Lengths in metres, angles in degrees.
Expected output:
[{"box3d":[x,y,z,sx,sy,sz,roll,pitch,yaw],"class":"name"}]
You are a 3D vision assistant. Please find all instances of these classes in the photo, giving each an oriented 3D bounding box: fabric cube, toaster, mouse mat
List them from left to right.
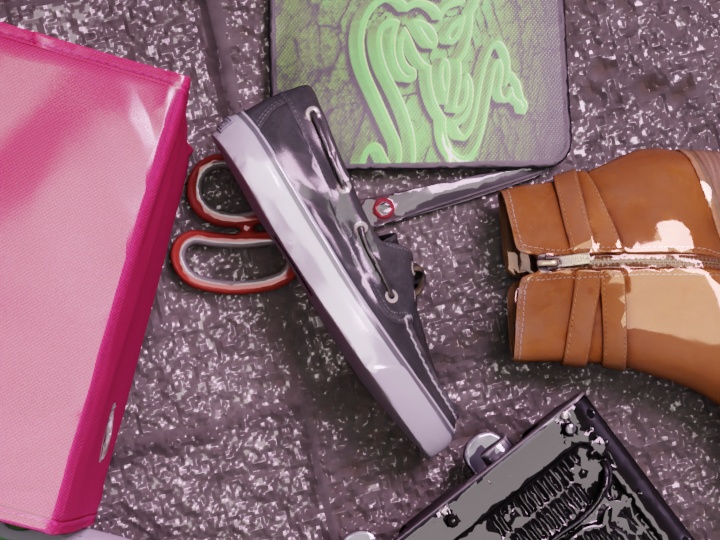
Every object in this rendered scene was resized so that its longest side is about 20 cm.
[{"box3d":[-0.194,-0.003,0.799,0.199,0.196,0.200,16,83,-3],"class":"fabric cube"},{"box3d":[0.030,-0.152,0.920,0.160,0.008,0.201,-1,83,-5],"class":"mouse mat"},{"box3d":[0.089,0.184,0.847,0.181,0.119,0.200,-38,89,-6],"class":"toaster"}]

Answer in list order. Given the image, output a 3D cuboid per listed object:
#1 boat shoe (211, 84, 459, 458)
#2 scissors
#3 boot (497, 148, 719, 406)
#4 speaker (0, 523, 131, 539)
[{"box3d":[0.000,0.000,0.871,0.056,0.069,0.201,-33,98,-6],"class":"boat shoe"},{"box3d":[0.000,-0.023,0.911,0.199,0.014,0.074,1,83,-6],"class":"scissors"},{"box3d":[0.154,0.037,0.891,0.154,0.074,0.201,-7,74,-7],"class":"boot"},{"box3d":[-0.189,0.152,0.827,0.199,0.088,0.089,12,84,8],"class":"speaker"}]
